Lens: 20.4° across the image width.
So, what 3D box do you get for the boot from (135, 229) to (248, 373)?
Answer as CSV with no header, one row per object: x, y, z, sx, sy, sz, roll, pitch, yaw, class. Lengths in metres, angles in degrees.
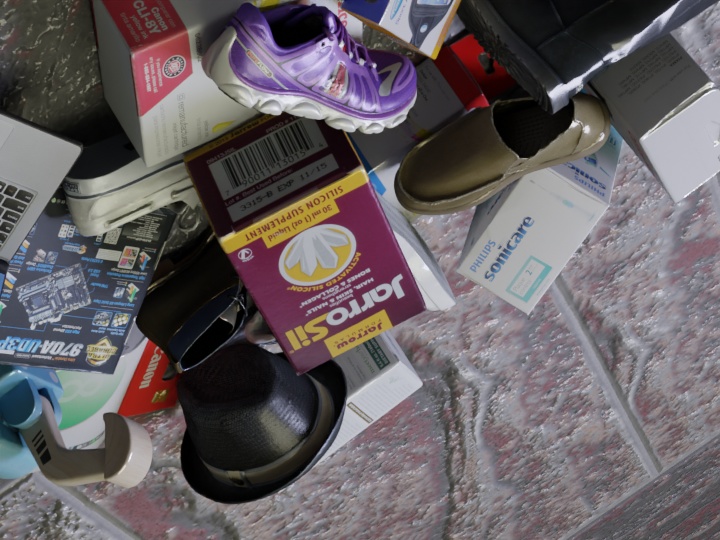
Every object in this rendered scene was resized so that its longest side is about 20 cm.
-0.112,0.011,1.819,0.199,0.097,0.075,-33,151,-1,boot

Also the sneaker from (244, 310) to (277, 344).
-0.054,0.007,1.896,0.080,0.077,0.201,-10,145,-23,sneaker

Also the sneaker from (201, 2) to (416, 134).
-0.024,-0.159,1.513,0.199,0.081,0.084,3,129,-46,sneaker

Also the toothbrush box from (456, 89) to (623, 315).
0.173,-0.080,1.868,0.147,0.085,0.200,-56,-174,34,toothbrush box

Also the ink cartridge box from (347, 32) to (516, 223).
0.063,-0.123,1.824,0.199,0.067,0.116,-35,149,3,ink cartridge box

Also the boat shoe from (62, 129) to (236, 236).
-0.149,-0.076,1.640,0.201,0.074,0.087,-27,127,-31,boat shoe

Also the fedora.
-0.112,0.129,1.936,0.200,0.201,0.092,-36,126,4,fedora

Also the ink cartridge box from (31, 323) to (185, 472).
-0.233,0.114,1.904,0.199,0.050,0.162,-8,142,-34,ink cartridge box

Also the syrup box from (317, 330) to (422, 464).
-0.043,0.137,2.088,0.199,0.079,0.081,-36,151,5,syrup box

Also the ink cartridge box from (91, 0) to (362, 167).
-0.100,-0.187,1.558,0.199,0.084,0.146,-25,150,-16,ink cartridge box

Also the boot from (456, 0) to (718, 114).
0.191,-0.246,1.698,0.199,0.165,0.066,-37,162,-9,boot

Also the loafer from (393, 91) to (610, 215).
0.115,-0.111,1.724,0.199,0.077,0.067,-24,155,13,loafer

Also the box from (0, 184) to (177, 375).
-0.258,0.000,1.660,0.199,0.046,0.160,9,107,-51,box

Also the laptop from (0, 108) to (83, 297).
-0.328,-0.022,1.481,0.186,0.116,0.200,22,122,-29,laptop

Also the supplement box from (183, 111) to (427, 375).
-0.043,-0.029,1.630,0.130,0.104,0.201,-28,141,0,supplement box

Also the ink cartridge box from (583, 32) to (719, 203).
0.241,-0.178,1.785,0.085,0.201,0.148,-36,150,6,ink cartridge box

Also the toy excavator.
-0.286,0.136,1.719,0.194,0.201,0.100,-35,152,12,toy excavator

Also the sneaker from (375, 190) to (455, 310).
0.000,0.000,1.816,0.115,0.074,0.200,-34,140,11,sneaker

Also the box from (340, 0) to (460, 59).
0.044,-0.239,1.564,0.120,0.041,0.200,-66,166,5,box
